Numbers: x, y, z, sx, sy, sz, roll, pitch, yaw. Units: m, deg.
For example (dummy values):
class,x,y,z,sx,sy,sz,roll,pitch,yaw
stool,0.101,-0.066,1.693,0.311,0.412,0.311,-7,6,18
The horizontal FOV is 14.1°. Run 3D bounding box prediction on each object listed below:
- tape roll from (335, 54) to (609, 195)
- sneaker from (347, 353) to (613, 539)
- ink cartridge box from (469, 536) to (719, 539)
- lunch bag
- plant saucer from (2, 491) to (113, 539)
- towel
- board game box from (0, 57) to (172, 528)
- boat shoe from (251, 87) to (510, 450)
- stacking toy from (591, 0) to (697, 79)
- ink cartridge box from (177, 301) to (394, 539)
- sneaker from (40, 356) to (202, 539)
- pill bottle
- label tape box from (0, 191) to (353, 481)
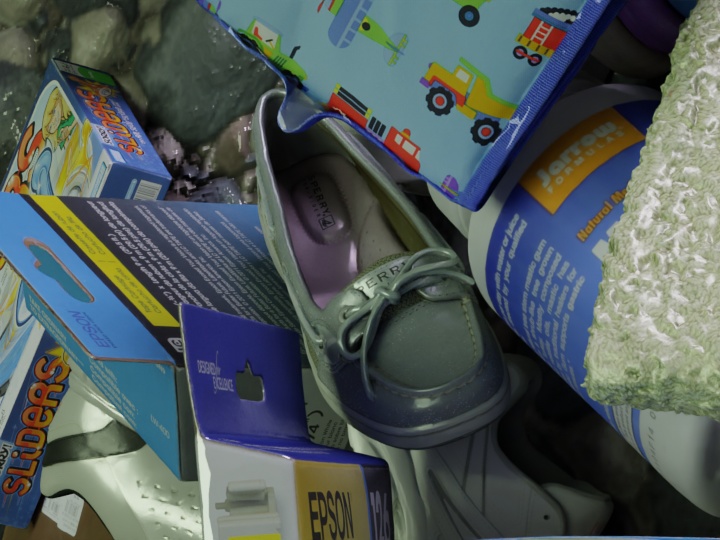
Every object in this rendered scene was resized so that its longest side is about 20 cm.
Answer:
class,x,y,z,sx,sy,sz,roll,pitch,yaw
tape roll,0.040,-0.135,1.282,0.203,0.037,0.203,-7,80,47
sneaker,0.060,0.127,1.199,0.099,0.078,0.201,-15,86,19
ink cartridge box,0.120,0.170,1.030,0.144,0.200,0.148,-8,79,46
lunch bag,0.028,-0.130,1.086,0.150,0.094,0.200,37,106,8
plant saucer,-0.134,0.150,1.411,0.200,0.029,0.201,-37,46,51
towel,0.164,-0.028,1.027,0.148,0.037,0.200,8,57,21
board game box,-0.162,0.010,1.463,0.200,0.034,0.135,-66,27,17
boat shoe,0.001,-0.001,1.205,0.074,0.065,0.202,-24,41,-3
stacking toy,0.171,-0.144,1.115,0.200,0.085,0.086,-22,69,37
ink cartridge box,-0.018,0.115,1.062,0.047,0.198,0.201,-3,86,10
sneaker,-0.058,0.109,1.303,0.200,0.074,0.080,31,103,23
pill bottle,0.112,-0.003,1.127,0.200,0.112,0.112,45,118,41
label tape box,-0.078,0.028,1.269,0.144,0.200,0.063,44,120,42
